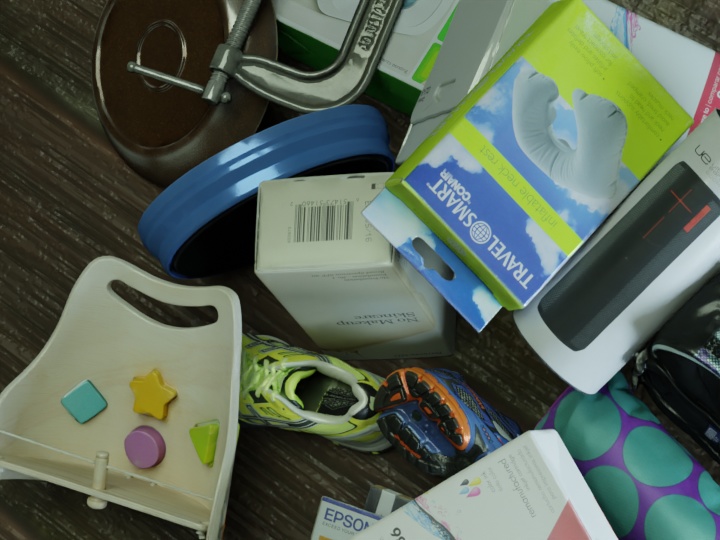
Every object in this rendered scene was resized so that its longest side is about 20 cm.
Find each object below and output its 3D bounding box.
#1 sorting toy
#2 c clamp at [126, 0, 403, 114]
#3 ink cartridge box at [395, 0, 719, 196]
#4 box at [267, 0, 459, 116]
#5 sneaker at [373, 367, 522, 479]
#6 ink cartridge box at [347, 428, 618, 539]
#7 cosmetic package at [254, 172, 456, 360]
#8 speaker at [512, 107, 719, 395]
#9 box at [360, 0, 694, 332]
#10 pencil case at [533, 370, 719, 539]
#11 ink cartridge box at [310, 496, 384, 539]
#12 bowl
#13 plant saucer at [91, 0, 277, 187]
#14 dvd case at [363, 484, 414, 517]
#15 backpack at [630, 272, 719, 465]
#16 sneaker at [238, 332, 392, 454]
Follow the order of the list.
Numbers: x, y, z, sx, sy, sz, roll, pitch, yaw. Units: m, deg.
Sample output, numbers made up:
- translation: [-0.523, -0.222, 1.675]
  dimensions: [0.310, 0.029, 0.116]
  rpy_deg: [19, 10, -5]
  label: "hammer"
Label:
- translation: [-0.158, 0.088, 1.744]
  dimensions: [0.199, 0.107, 0.181]
  rpy_deg: [16, 99, 19]
  label: "sorting toy"
- translation: [-0.056, -0.202, 1.786]
  dimensions: [0.170, 0.027, 0.200]
  rpy_deg: [26, 78, 10]
  label: "c clamp"
- translation: [0.153, -0.107, 1.694]
  dimensions: [0.200, 0.145, 0.145]
  rpy_deg: [23, 81, -15]
  label: "ink cartridge box"
- translation: [0.051, -0.218, 1.843]
  dimensions: [0.200, 0.097, 0.177]
  rpy_deg: [29, 82, 24]
  label: "box"
- translation: [0.099, 0.143, 1.705]
  dimensions: [0.075, 0.078, 0.200]
  rpy_deg: [-43, 79, 33]
  label: "sneaker"
- translation: [0.067, 0.204, 1.592]
  dimensions: [0.200, 0.067, 0.117]
  rpy_deg: [-33, 78, 16]
  label: "ink cartridge box"
- translation: [0.000, 0.000, 1.716]
  dimensions: [0.103, 0.200, 0.073]
  rpy_deg: [-3, 69, 15]
  label: "cosmetic package"
- translation: [0.197, -0.013, 1.593]
  dimensions: [0.200, 0.081, 0.081]
  rpy_deg: [-45, 64, 16]
  label: "speaker"
- translation: [0.111, -0.070, 1.582]
  dimensions: [0.122, 0.048, 0.200]
  rpy_deg: [45, 78, -10]
  label: "box"
- translation: [0.210, 0.157, 1.663]
  dimensions: [0.092, 0.085, 0.200]
  rpy_deg: [-26, 59, -32]
  label: "pencil case"
- translation: [0.038, 0.280, 1.658]
  dimensions: [0.196, 0.043, 0.201]
  rpy_deg: [18, 93, 21]
  label: "ink cartridge box"
- translation: [-0.065, -0.054, 1.756]
  dimensions: [0.200, 0.201, 0.039]
  rpy_deg: [-28, 77, 4]
  label: "bowl"
- translation: [-0.146, -0.165, 1.859]
  dimensions: [0.200, 0.032, 0.201]
  rpy_deg: [-3, 85, 42]
  label: "plant saucer"
- translation: [0.076, 0.254, 1.674]
  dimensions: [0.199, 0.016, 0.149]
  rpy_deg: [20, 98, 20]
  label: "dvd case"
- translation: [0.300, 0.090, 1.614]
  dimensions: [0.151, 0.178, 0.200]
  rpy_deg: [-42, 79, -6]
  label: "backpack"
- translation: [-0.062, 0.080, 1.770]
  dimensions: [0.199, 0.076, 0.076]
  rpy_deg: [9, 74, 19]
  label: "sneaker"
